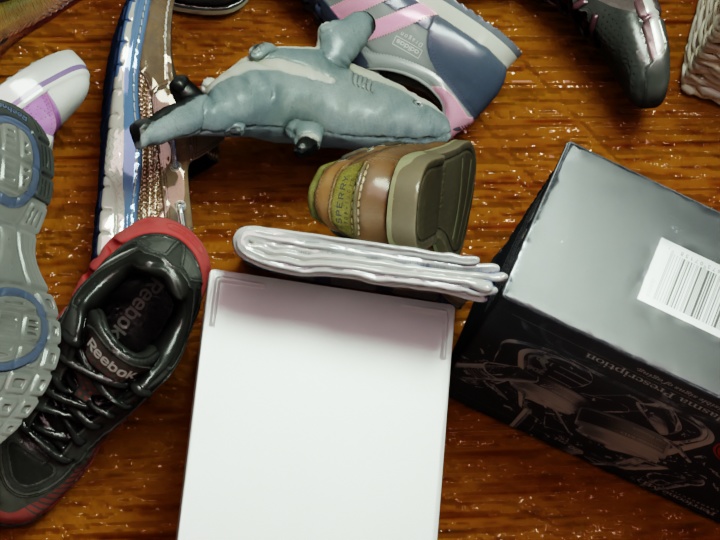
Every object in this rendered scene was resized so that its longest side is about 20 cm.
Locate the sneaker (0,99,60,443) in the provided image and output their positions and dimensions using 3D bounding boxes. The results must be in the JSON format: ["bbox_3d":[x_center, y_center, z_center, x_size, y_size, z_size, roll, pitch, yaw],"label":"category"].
[{"bbox_3d":[-0.213,0.009,1.087,0.074,0.087,0.201,21,60,-39],"label":"sneaker"}]

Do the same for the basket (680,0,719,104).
[{"bbox_3d":[0.328,-0.197,1.273,0.197,0.161,0.201,20,69,-2],"label":"basket"}]

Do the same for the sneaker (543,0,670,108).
[{"bbox_3d":[0.119,-0.180,1.287,0.115,0.076,0.201,-14,63,-9],"label":"sneaker"}]

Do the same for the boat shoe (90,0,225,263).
[{"bbox_3d":[-0.121,-0.078,1.210,0.072,0.072,0.201,6,80,-12],"label":"boat shoe"}]

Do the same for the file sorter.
[{"bbox_3d":[-0.034,0.123,1.118,0.138,0.125,0.201,8,70,-8],"label":"file sorter"}]

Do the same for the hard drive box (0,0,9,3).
[{"bbox_3d":[-0.283,-0.254,1.197,0.155,0.077,0.201,-5,83,4],"label":"hard drive box"}]

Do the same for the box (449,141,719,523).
[{"bbox_3d":[0.168,0.043,1.150,0.199,0.182,0.105,25,69,0],"label":"box"}]

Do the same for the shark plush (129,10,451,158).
[{"bbox_3d":[-0.040,-0.098,1.165,0.199,0.091,0.083,2,39,-45],"label":"shark plush"}]

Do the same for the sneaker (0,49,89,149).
[{"bbox_3d":[-0.209,-0.030,1.177,0.114,0.073,0.201,42,80,3],"label":"sneaker"}]

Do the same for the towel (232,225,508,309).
[{"bbox_3d":[0.000,0.000,1.127,0.146,0.200,0.024,9,87,-2],"label":"towel"}]

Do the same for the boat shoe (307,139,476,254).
[{"bbox_3d":[0.022,-0.046,1.163,0.068,0.200,0.072,7,89,13],"label":"boat shoe"}]

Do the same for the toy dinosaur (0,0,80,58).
[{"bbox_3d":[-0.251,-0.096,1.139,0.199,0.182,0.105,8,45,-13],"label":"toy dinosaur"}]

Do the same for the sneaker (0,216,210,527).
[{"bbox_3d":[-0.154,0.060,1.113,0.071,0.098,0.201,36,91,-10],"label":"sneaker"}]

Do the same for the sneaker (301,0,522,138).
[{"bbox_3d":[-0.003,-0.156,1.256,0.199,0.070,0.082,31,91,12],"label":"sneaker"}]

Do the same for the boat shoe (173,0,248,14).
[{"bbox_3d":[-0.152,-0.233,1.259,0.201,0.063,0.074,35,67,2],"label":"boat shoe"}]
